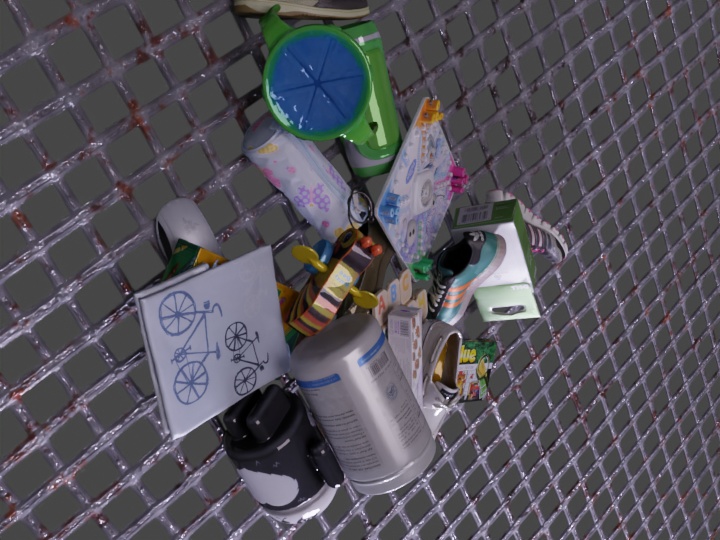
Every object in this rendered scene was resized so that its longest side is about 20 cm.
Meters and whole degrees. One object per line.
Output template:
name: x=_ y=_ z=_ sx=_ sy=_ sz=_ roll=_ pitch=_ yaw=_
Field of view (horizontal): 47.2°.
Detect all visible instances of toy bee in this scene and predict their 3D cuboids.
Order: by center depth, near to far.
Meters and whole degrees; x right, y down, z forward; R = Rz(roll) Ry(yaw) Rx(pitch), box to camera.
toy bee: x=-0.026 y=-0.013 z=1.034 sx=0.129 sy=0.108 sz=0.204 roll=12 pitch=84 yaw=-28

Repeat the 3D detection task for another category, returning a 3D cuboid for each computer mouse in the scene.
computer mouse: x=-0.207 y=0.006 z=1.063 sx=0.109 sy=0.044 sz=0.203 roll=-29 pitch=115 yaw=-28

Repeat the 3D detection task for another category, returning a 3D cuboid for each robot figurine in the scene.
robot figurine: x=-0.107 y=0.247 z=1.102 sx=0.123 sy=0.150 sz=0.202 roll=-30 pitch=120 yaw=-9

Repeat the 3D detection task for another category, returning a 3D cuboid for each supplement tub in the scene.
supplement tub: x=0.003 y=0.171 z=1.071 sx=0.131 sy=0.131 sz=0.203 roll=-34 pitch=108 yaw=-27

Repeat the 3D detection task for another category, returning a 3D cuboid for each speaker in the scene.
speaker: x=0.005 y=-0.239 z=1.152 sx=0.088 sy=0.088 sz=0.204 roll=-25 pitch=113 yaw=-30

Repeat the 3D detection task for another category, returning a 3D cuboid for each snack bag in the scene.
snack bag: x=-0.170 y=0.078 z=0.997 sx=0.198 sy=0.021 sz=0.192 roll=-27 pitch=120 yaw=-38

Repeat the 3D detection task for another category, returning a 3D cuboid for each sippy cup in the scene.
sippy cup: x=-0.051 y=-0.245 z=1.037 sx=0.137 sy=0.131 sz=0.181 roll=-5 pitch=112 yaw=2

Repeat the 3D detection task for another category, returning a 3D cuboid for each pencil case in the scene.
pencil case: x=-0.073 y=-0.126 z=1.111 sx=0.084 sy=0.090 sz=0.200 roll=-51 pitch=123 yaw=-12

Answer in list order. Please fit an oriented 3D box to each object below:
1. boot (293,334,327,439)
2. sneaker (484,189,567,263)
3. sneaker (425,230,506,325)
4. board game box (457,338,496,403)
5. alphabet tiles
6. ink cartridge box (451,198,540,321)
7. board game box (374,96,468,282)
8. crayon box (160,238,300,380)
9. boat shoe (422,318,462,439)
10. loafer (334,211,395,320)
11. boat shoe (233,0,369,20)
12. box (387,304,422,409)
boot: x=-0.029 y=0.114 z=1.212 sx=0.186 sy=0.064 sz=0.203 roll=-37 pitch=111 yaw=-37
sneaker: x=0.270 y=-0.053 z=1.393 sx=0.198 sy=0.073 sz=0.089 roll=33 pitch=79 yaw=-31
sneaker: x=0.137 y=0.013 z=1.268 sx=0.079 sy=0.072 sz=0.201 roll=14 pitch=126 yaw=-31
board game box: x=0.158 y=0.166 z=1.350 sx=0.198 sy=0.023 sz=0.107 roll=4 pitch=96 yaw=-51
alphabet tiles: x=0.056 y=0.108 z=1.211 sx=0.200 sy=0.014 sz=0.199 roll=-37 pitch=127 yaw=-54
ink cartridge box: x=0.224 y=-0.013 z=1.330 sx=0.060 sy=0.102 sz=0.202 roll=-69 pitch=144 yaw=-46
board game box: x=0.097 y=-0.114 z=1.215 sx=0.203 sy=0.025 sz=0.201 roll=-66 pitch=150 yaw=-21
crayon box: x=-0.165 y=0.053 z=1.049 sx=0.199 sy=0.058 sz=0.121 roll=27 pitch=84 yaw=-44
boat shoe: x=0.114 y=0.178 z=1.234 sx=0.070 sy=0.069 sz=0.204 roll=8 pitch=95 yaw=-36
loafer: x=0.000 y=0.000 z=1.196 sx=0.067 sy=0.076 sz=0.203 roll=28 pitch=61 yaw=-11
boat shoe: x=-0.073 y=-0.364 z=1.079 sx=0.198 sy=0.071 sz=0.067 roll=-10 pitch=109 yaw=-30
box: x=0.065 y=0.150 z=1.181 sx=0.039 sy=0.041 sz=0.204 roll=-35 pitch=127 yaw=-56
